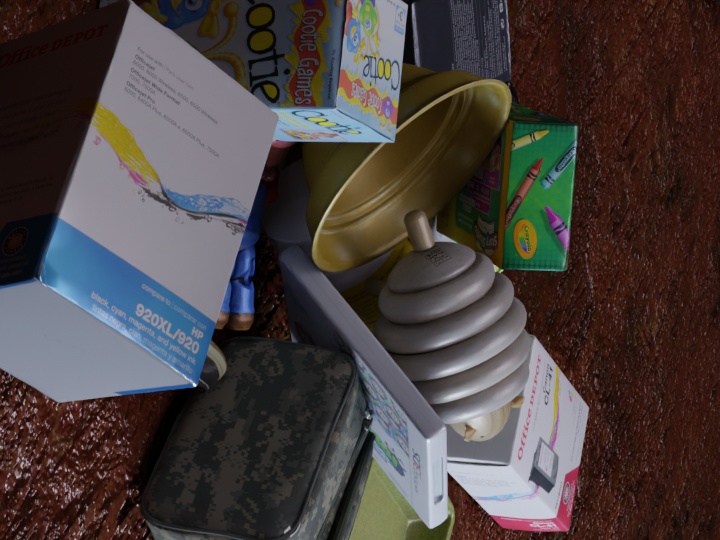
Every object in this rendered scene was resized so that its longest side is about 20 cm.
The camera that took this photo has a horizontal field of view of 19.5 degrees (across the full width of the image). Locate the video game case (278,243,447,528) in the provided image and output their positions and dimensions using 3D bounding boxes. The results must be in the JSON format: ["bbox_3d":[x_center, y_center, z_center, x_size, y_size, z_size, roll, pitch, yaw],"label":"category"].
[{"bbox_3d":[0.003,0.095,1.679,0.024,0.200,0.182,-33,155,-14],"label":"video game case"}]

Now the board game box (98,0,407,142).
[{"bbox_3d":[-0.080,-0.153,1.495,0.105,0.198,0.104,22,72,-63],"label":"board game box"}]

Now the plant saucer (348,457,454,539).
[{"bbox_3d":[0.013,0.256,1.901,0.200,0.047,0.201,60,41,-49],"label":"plant saucer"}]

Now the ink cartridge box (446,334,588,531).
[{"bbox_3d":[0.162,0.168,2.168,0.200,0.085,0.149,50,48,-57],"label":"ink cartridge box"}]

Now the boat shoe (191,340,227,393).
[{"bbox_3d":[-0.156,0.054,1.510,0.066,0.071,0.201,-59,157,-11],"label":"boat shoe"}]

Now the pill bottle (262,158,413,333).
[{"bbox_3d":[0.000,0.000,1.767,0.200,0.113,0.115,55,44,-43],"label":"pill bottle"}]

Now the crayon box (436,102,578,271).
[{"bbox_3d":[0.118,-0.075,1.744,0.200,0.058,0.120,-143,-124,-73],"label":"crayon box"}]

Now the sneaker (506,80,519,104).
[{"bbox_3d":[0.115,-0.138,2.074,0.200,0.066,0.091,-47,130,-59],"label":"sneaker"}]

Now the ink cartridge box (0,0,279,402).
[{"bbox_3d":[-0.169,-0.041,1.334,0.144,0.146,0.201,36,59,-37],"label":"ink cartridge box"}]

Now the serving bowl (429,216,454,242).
[{"bbox_3d":[0.064,-0.064,1.892,0.200,0.065,0.201,-35,138,-39],"label":"serving bowl"}]

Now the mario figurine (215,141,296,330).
[{"bbox_3d":[-0.110,-0.060,1.613,0.123,0.105,0.202,-160,-98,-81],"label":"mario figurine"}]

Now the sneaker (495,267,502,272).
[{"bbox_3d":[0.123,-0.026,2.080,0.076,0.076,0.201,64,38,-48],"label":"sneaker"}]

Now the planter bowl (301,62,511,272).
[{"bbox_3d":[0.016,-0.099,1.613,0.200,0.084,0.201,-37,161,-15],"label":"planter bowl"}]

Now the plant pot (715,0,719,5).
[{"bbox_3d":[0.573,-0.460,2.892,0.200,0.199,0.200,-17,116,-63],"label":"plant pot"}]

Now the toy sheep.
[{"bbox_3d":[0.069,0.046,1.661,0.138,0.137,0.201,-50,121,-52],"label":"toy sheep"}]

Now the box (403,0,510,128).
[{"bbox_3d":[0.024,-0.191,1.774,0.200,0.147,0.105,-34,122,-60],"label":"box"}]

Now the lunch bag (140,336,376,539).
[{"bbox_3d":[-0.068,0.173,1.631,0.168,0.138,0.201,79,25,-48],"label":"lunch bag"}]
